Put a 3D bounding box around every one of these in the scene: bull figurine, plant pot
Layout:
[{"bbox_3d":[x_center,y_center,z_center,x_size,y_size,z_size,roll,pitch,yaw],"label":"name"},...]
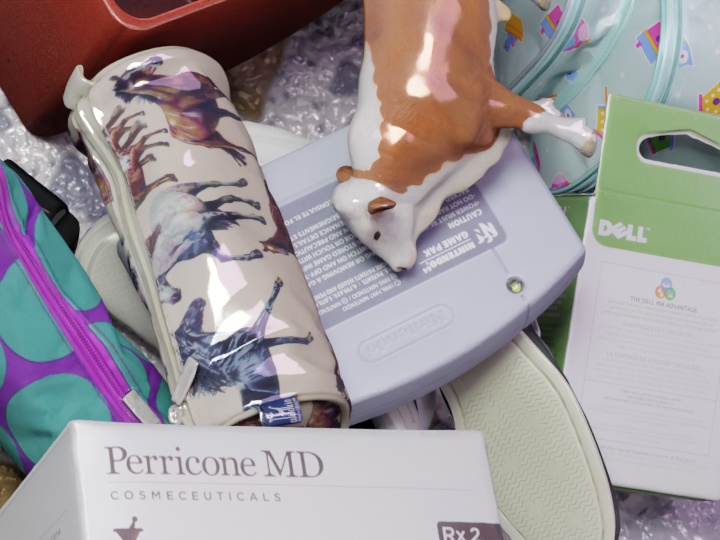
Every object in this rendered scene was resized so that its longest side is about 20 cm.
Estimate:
[{"bbox_3d":[0.044,-0.100,1.254,0.121,0.065,0.201,2,80,-20],"label":"bull figurine"},{"bbox_3d":[-0.118,-0.181,1.343,0.199,0.176,0.200,-24,74,-35],"label":"plant pot"}]

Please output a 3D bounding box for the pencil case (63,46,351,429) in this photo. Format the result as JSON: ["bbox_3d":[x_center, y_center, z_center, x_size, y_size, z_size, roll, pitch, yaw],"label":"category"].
[{"bbox_3d":[-0.073,-0.004,1.202,0.089,0.078,0.201,1,60,-46],"label":"pencil case"}]

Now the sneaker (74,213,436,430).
[{"bbox_3d":[-0.051,0.036,1.302,0.200,0.075,0.081,31,20,-6],"label":"sneaker"}]

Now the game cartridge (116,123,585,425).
[{"bbox_3d":[0.000,0.000,1.270,0.199,0.041,0.133,-25,66,-14],"label":"game cartridge"}]

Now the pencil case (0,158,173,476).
[{"bbox_3d":[-0.151,0.023,1.204,0.200,0.092,0.085,57,48,-22],"label":"pencil case"}]

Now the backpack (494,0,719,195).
[{"bbox_3d":[0.145,-0.136,1.449,0.153,0.176,0.201,4,59,-29],"label":"backpack"}]

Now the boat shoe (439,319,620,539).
[{"bbox_3d":[0.077,0.057,1.321,0.200,0.072,0.068,61,25,13],"label":"boat shoe"}]

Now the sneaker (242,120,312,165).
[{"bbox_3d":[-0.002,-0.016,1.385,0.199,0.075,0.089,10,74,-19],"label":"sneaker"}]

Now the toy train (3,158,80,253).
[{"bbox_3d":[-0.221,-0.069,1.307,0.200,0.046,0.034,37,53,-3],"label":"toy train"}]

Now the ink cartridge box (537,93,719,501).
[{"bbox_3d":[0.145,0.015,1.386,0.103,0.059,0.201,10,87,-23],"label":"ink cartridge box"}]

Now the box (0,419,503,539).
[{"bbox_3d":[-0.061,0.164,1.159,0.198,0.200,0.131,3,62,-25],"label":"box"}]
